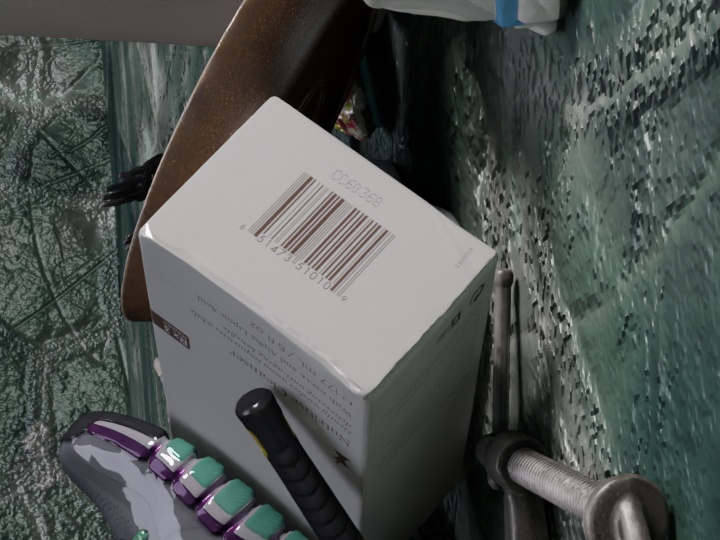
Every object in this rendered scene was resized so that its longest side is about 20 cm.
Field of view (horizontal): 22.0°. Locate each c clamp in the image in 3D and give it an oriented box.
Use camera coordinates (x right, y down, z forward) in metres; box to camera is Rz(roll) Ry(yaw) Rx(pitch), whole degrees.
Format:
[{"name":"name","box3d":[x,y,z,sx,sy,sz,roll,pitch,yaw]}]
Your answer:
[{"name":"c clamp","box3d":[0.069,0.098,0.635,0.200,0.027,0.173,-146,53,-76]}]

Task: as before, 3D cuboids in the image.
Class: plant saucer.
[{"name":"plant saucer","box3d":[-0.039,-0.061,0.788,0.201,0.032,0.200,-62,-6,-12]}]

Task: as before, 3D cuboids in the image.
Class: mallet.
[{"name":"mallet","box3d":[0.014,0.131,0.686,0.201,0.041,0.066,59,173,-23]}]

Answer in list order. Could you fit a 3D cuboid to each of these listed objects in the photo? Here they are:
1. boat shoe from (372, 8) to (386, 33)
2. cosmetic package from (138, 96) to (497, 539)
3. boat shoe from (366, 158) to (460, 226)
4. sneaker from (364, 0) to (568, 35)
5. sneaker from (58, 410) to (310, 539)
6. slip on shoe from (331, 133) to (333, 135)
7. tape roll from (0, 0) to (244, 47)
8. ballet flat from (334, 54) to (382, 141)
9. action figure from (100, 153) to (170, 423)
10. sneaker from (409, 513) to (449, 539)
[{"name":"boat shoe","box3d":[-0.016,-0.209,0.850,0.072,0.068,0.202,-117,26,-62]},{"name":"cosmetic package","box3d":[-0.017,0.038,0.737,0.112,0.081,0.201,35,154,19]},{"name":"boat shoe","box3d":[0.000,0.000,0.844,0.200,0.066,0.074,-130,37,-71]},{"name":"sneaker","box3d":[0.012,-0.141,0.697,0.200,0.086,0.076,-117,23,-66]},{"name":"sneaker","box3d":[-0.064,0.138,0.767,0.199,0.088,0.075,32,154,20]},{"name":"slip on shoe","box3d":[-0.030,0.004,1.005,0.061,0.073,0.202,20,117,61]},{"name":"tape roll","box3d":[-0.108,-0.200,0.795,0.203,0.138,0.205,-179,90,-75]},{"name":"ballet flat","box3d":[-0.031,-0.155,0.950,0.076,0.063,0.202,68,-167,-68]},{"name":"action figure","box3d":[-0.056,0.042,0.921,0.200,0.102,0.119,52,162,22]},{"name":"sneaker","box3d":[0.016,0.191,0.829,0.088,0.074,0.201,91,170,-50]}]
